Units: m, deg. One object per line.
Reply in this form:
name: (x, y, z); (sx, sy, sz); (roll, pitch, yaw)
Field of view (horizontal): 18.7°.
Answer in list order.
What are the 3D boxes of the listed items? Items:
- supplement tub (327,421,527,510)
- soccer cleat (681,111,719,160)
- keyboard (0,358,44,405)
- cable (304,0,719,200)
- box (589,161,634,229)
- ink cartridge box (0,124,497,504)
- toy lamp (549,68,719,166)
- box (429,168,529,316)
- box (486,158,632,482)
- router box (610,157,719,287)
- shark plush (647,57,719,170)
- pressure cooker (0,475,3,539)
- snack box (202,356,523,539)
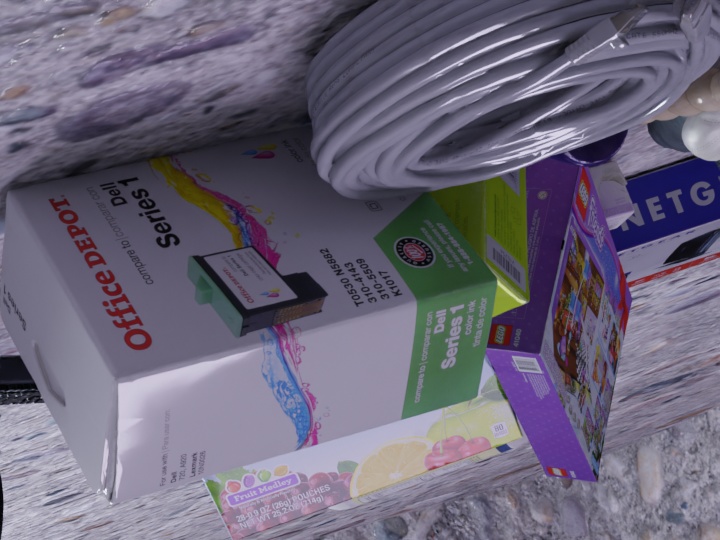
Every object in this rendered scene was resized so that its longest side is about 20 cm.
supplement tub: (0.014, 0.089, 1.598); (0.199, 0.145, 0.145); (-21, 169, 10)
soccer cleat: (0.256, -0.109, 1.112); (0.200, 0.078, 0.069); (-35, 156, 12)
keyboard: (-0.217, 0.071, 1.443); (0.127, 0.021, 0.200); (-24, 169, 24)
cable: (0.068, -0.094, 0.990); (0.199, 0.069, 0.200); (-21, 170, 14)
box: (0.082, -0.026, 1.428); (0.199, 0.039, 0.041); (-16, 167, -16)
ink cartridge box: (-0.057, 0.013, 1.056); (0.199, 0.145, 0.084); (-14, 135, -24)
toy lamp: (0.147, -0.085, 1.110); (0.058, 0.058, 0.200); (-13, -174, -29)
box: (0.000, 0.000, 1.202); (0.200, 0.122, 0.048); (-26, 132, 29)
box: (0.128, 0.032, 1.375); (0.039, 0.137, 0.200); (6, 154, 20)
router box: (0.240, -0.039, 1.608); (0.199, 0.049, 0.180); (-18, 169, -6)
shark plush: (0.181, -0.090, 1.222); (0.083, 0.091, 0.200); (9, -175, 22)
pressure cooker: (-0.294, 0.128, 1.198); (0.175, 0.179, 0.200); (-2, 180, 32)
snack box: (-0.019, 0.060, 1.361); (0.199, 0.169, 0.068); (-20, -146, 2)
